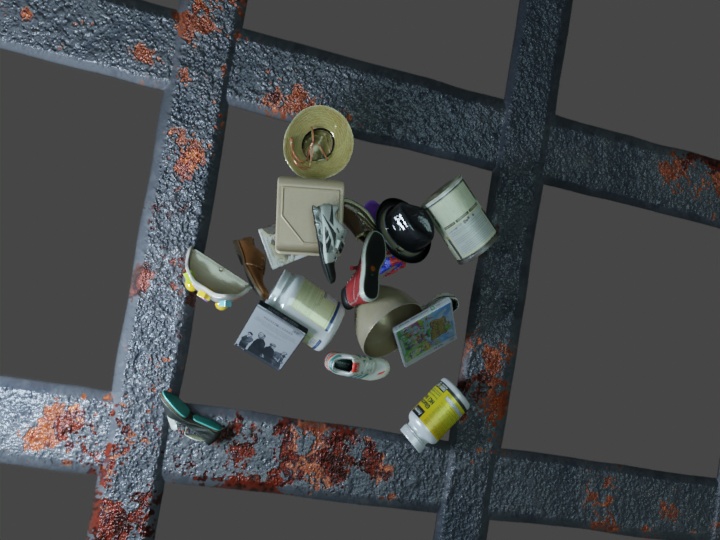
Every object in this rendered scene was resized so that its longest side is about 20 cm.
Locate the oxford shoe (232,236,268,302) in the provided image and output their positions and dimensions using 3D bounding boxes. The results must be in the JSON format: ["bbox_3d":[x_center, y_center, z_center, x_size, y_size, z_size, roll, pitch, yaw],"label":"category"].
[{"bbox_3d":[-0.278,-0.009,1.453,0.069,0.072,0.204,-20,66,-14],"label":"oxford shoe"}]

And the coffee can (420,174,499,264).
[{"bbox_3d":[0.284,-0.144,1.555,0.145,0.146,0.202,-38,97,-8],"label":"coffee can"}]

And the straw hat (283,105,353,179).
[{"bbox_3d":[-0.117,-0.345,1.505,0.193,0.085,0.210,0,92,-5],"label":"straw hat"}]

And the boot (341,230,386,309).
[{"bbox_3d":[0.000,0.000,1.477,0.071,0.143,0.207,23,63,-25],"label":"boot"}]

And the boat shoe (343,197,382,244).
[{"bbox_3d":[0.004,-0.120,1.525,0.199,0.075,0.076,35,44,-9],"label":"boat shoe"}]

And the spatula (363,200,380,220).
[{"bbox_3d":[0.088,-0.125,1.573,0.198,0.021,0.057,41,79,-6],"label":"spatula"}]

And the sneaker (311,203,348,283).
[{"bbox_3d":[-0.069,-0.072,1.403,0.085,0.074,0.208,-8,89,-10],"label":"sneaker"}]

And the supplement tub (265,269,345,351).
[{"bbox_3d":[-0.154,0.105,1.473,0.197,0.145,0.148,34,85,-10],"label":"supplement tub"}]

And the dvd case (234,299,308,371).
[{"bbox_3d":[-0.240,0.178,1.449,0.148,0.201,0.025,32,41,-8],"label":"dvd case"}]

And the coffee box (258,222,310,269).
[{"bbox_3d":[-0.171,-0.091,1.499,0.194,0.080,0.117,-22,94,-10],"label":"coffee box"}]

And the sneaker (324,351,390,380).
[{"bbox_3d":[-0.004,0.274,1.531,0.192,0.093,0.073,11,89,-11],"label":"sneaker"}]

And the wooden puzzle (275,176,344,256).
[{"bbox_3d":[-0.134,-0.143,1.451,0.178,0.037,0.208,3,86,-11],"label":"wooden puzzle"}]

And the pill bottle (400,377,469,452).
[{"bbox_3d":[0.211,0.418,1.566,0.199,0.112,0.113,-43,98,-8],"label":"pill bottle"}]

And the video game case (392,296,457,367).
[{"bbox_3d":[0.185,0.177,1.529,0.178,0.203,0.022,-28,51,-6],"label":"video game case"}]

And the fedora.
[{"bbox_3d":[0.139,-0.125,1.522,0.195,0.091,0.208,13,66,-30],"label":"fedora"}]

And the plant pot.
[{"bbox_3d":[0.057,0.121,1.509,0.197,0.202,0.135,-34,55,-9],"label":"plant pot"}]

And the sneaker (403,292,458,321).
[{"bbox_3d":[0.197,0.129,1.573,0.197,0.088,0.077,-36,99,-7],"label":"sneaker"}]

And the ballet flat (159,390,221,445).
[{"bbox_3d":[-0.465,0.404,1.458,0.198,0.068,0.069,37,93,-9],"label":"ballet flat"}]

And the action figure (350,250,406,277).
[{"bbox_3d":[0.070,-0.017,1.567,0.194,0.052,0.068,-20,94,-13],"label":"action figure"}]

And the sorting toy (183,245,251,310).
[{"bbox_3d":[-0.387,0.033,1.408,0.197,0.180,0.109,33,85,-9],"label":"sorting toy"}]
